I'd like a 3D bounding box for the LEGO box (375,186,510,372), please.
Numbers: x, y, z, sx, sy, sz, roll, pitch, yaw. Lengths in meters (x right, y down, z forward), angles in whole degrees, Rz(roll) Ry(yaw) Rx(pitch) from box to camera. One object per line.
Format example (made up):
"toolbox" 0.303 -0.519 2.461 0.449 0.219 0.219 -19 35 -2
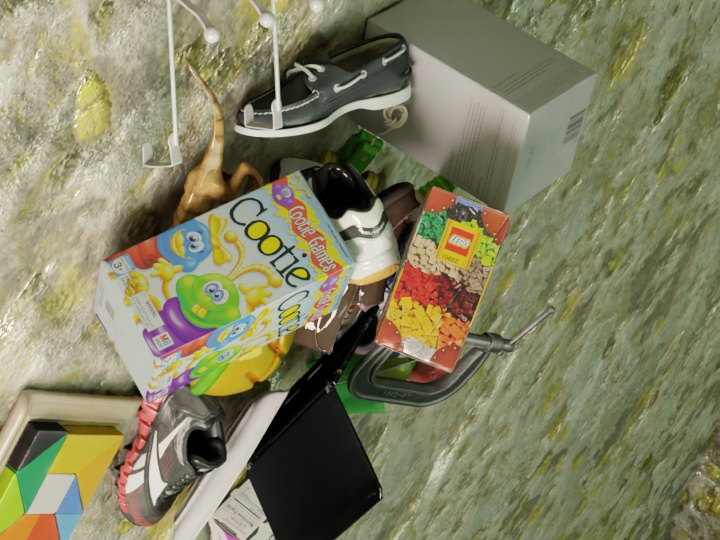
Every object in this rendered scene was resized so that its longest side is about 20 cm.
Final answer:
"LEGO box" 0.074 0.005 1.668 0.200 0.077 0.150 -63 173 -88

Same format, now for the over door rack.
"over door rack" -0.099 -0.186 1.459 0.147 0.066 0.202 -25 131 -49

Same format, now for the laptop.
"laptop" -0.026 0.167 1.789 0.177 0.103 0.200 -45 -171 41

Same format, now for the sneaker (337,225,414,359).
"sneaker" 0.039 0.014 1.821 0.081 0.070 0.201 1 129 -27

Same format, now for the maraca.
"maraca" -0.108 0.037 1.717 0.137 0.107 0.201 -40 -163 49

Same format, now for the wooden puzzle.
"wooden puzzle" -0.290 0.196 1.650 0.186 0.037 0.200 -61 157 10

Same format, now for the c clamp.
"c clamp" 0.083 0.082 1.862 0.199 0.027 0.171 5 135 -44

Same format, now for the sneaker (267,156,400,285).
"sneaker" -0.025 -0.071 1.642 0.075 0.200 0.088 -26 129 -20

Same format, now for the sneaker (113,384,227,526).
"sneaker" -0.183 0.187 1.770 0.071 0.098 0.202 -29 146 -50

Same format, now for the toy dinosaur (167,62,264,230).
"toy dinosaur" -0.132 -0.080 1.573 0.106 0.060 0.201 -13 131 -56

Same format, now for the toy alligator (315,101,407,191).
"toy alligator" -0.010 -0.105 1.757 0.200 0.059 0.054 -51 -159 34

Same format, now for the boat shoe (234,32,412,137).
"boat shoe" -0.035 -0.170 1.639 0.199 0.075 0.061 -25 123 -41

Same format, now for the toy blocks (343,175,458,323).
"toy blocks" 0.008 -0.012 1.890 0.136 0.100 0.200 -9 143 -50

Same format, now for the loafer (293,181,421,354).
"loafer" 0.000 0.000 1.771 0.200 0.071 0.073 -52 -176 14

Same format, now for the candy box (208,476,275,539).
"candy box" -0.089 0.272 2.106 0.200 0.061 0.137 -42 154 -28

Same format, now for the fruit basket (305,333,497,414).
"fruit basket" 0.040 0.097 1.988 0.199 0.094 0.185 -23 179 -8

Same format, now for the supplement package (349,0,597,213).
"supplement package" 0.107 -0.170 1.743 0.119 0.199 0.122 -33 147 -41

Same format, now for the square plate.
"square plate" -0.141 0.203 1.873 0.201 0.028 0.198 -57 -178 -6

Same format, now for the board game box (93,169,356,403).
"board game box" -0.119 0.014 1.572 0.199 0.103 0.105 -26 162 -22
